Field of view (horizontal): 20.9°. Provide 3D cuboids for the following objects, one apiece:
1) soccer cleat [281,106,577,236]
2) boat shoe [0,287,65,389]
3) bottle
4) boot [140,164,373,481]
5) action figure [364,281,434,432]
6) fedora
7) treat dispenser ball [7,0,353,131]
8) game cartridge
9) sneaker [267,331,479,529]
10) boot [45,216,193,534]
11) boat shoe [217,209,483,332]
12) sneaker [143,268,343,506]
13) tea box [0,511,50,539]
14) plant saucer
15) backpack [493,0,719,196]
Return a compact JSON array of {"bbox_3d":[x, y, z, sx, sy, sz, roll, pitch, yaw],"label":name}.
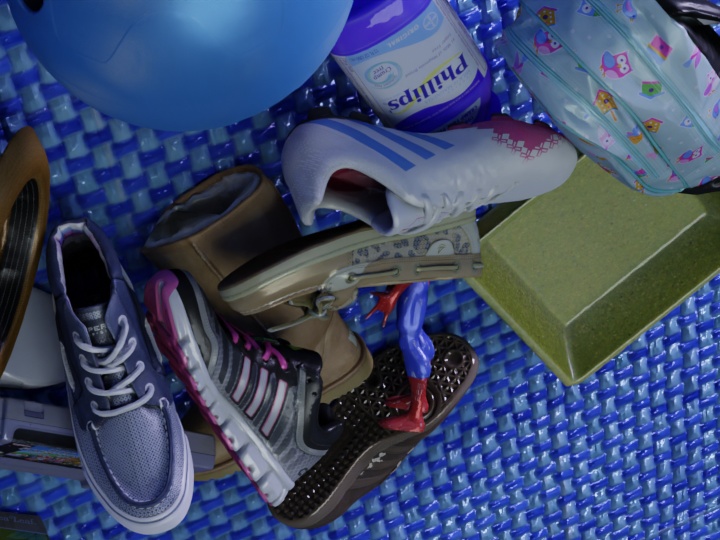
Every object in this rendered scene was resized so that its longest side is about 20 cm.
[{"bbox_3d":[0.047,-0.054,1.270,0.200,0.086,0.070,2,142,-12],"label":"soccer cleat"},{"bbox_3d":[-0.274,0.052,1.289,0.200,0.072,0.068,-1,162,-44],"label":"boat shoe"},{"bbox_3d":[0.044,-0.127,1.304,0.083,0.065,0.200,-31,135,8],"label":"bottle"},{"bbox_3d":[-0.100,0.039,1.375,0.175,0.066,0.200,-36,132,-2],"label":"boot"},{"bbox_3d":[0.036,0.014,1.411,0.052,0.065,0.200,10,109,9],"label":"action figure"},{"bbox_3d":[-0.253,0.000,1.197,0.082,0.201,0.201,14,125,1],"label":"fedora"},{"bbox_3d":[-0.100,-0.178,1.090,0.201,0.201,0.201,-15,132,-17],"label":"treat dispenser ball"},{"bbox_3d":[-0.215,0.121,1.347,0.200,0.130,0.038,14,74,-35],"label":"game cartridge"},{"bbox_3d":[0.011,0.123,1.511,0.200,0.070,0.076,-40,161,4],"label":"sneaker"},{"bbox_3d":[-0.162,0.067,1.254,0.073,0.200,0.090,-20,153,-6],"label":"boot"},{"bbox_3d":[0.000,0.000,1.301,0.200,0.073,0.063,-18,97,-27],"label":"boat shoe"},{"bbox_3d":[-0.074,0.065,1.320,0.087,0.074,0.200,-35,122,-9],"label":"sneaker"},{"bbox_3d":[-0.297,0.303,1.390,0.133,0.197,0.200,15,118,-37],"label":"tea box"},{"bbox_3d":[0.182,-0.030,1.473,0.200,0.048,0.200,-39,134,6],"label":"plant saucer"},{"bbox_3d":[0.178,-0.131,1.270,0.127,0.167,0.200,-50,149,5],"label":"backpack"}]
